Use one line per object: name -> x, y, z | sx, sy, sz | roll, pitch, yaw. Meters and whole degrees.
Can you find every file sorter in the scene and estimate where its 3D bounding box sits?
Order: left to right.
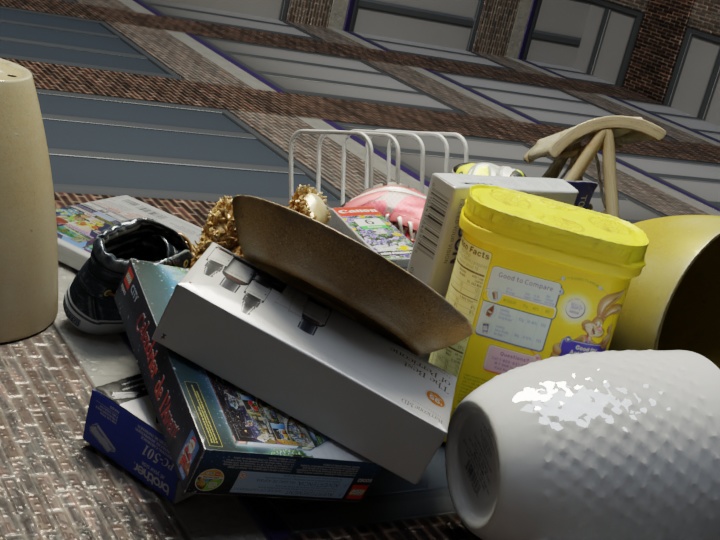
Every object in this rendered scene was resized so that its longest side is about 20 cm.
file sorter -> 0.025, -0.104, 1.333 | 0.138, 0.126, 0.199 | 8, 11, 40

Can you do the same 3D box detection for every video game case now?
video game case -> -0.225, -0.024, 1.134 | 0.198, 0.023, 0.182 | 24, 21, 23

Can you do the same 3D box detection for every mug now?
mug -> 0.160, 0.151, 0.758 | 0.173, 0.148, 0.202 | 1, 53, -20

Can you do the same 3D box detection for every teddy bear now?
teddy bear -> -0.099, 0.007, 0.932 | 0.067, 0.200, 0.145 | 34, -16, 46

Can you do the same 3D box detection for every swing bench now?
swing bench -> 0.247, -0.083, 1.295 | 0.128, 0.203, 0.199 | 14, 3, 0

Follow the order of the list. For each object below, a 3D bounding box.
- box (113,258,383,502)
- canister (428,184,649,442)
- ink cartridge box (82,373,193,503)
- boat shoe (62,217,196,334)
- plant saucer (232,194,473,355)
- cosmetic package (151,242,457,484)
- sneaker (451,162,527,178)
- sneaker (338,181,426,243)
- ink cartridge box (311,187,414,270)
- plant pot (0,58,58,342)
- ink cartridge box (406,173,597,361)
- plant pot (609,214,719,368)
box -> -0.083, 0.074, 0.779 | 0.135, 0.038, 0.201 | 11, 30, -33
canister -> 0.132, 0.048, 0.906 | 0.147, 0.202, 0.087 | 15, 18, 2
ink cartridge box -> -0.099, 0.103, 0.827 | 0.093, 0.045, 0.199 | 27, 22, 28
boat shoe -> -0.158, 0.000, 0.978 | 0.199, 0.091, 0.071 | -12, 58, -45
plant saucer -> -0.014, 0.012, 0.805 | 0.199, 0.036, 0.200 | 29, -9, 5
cosmetic package -> -0.033, 0.059, 0.752 | 0.198, 0.051, 0.083 | 29, 25, -2
sneaker -> 0.093, -0.008, 1.064 | 0.076, 0.202, 0.075 | 23, -5, 31
sneaker -> 0.068, -0.039, 1.129 | 0.197, 0.075, 0.087 | 4, 23, -1
ink cartridge box -> 0.000, 0.000, 1.083 | 0.050, 0.110, 0.200 | -4, 24, -21
plant pot -> -0.330, -0.070, 0.911 | 0.185, 0.202, 0.188 | 12, 19, -4
ink cartridge box -> 0.126, 0.013, 1.004 | 0.198, 0.202, 0.041 | -2, 26, -35
plant pot -> 0.300, 0.029, 1.100 | 0.198, 0.203, 0.141 | -2, 19, -39
